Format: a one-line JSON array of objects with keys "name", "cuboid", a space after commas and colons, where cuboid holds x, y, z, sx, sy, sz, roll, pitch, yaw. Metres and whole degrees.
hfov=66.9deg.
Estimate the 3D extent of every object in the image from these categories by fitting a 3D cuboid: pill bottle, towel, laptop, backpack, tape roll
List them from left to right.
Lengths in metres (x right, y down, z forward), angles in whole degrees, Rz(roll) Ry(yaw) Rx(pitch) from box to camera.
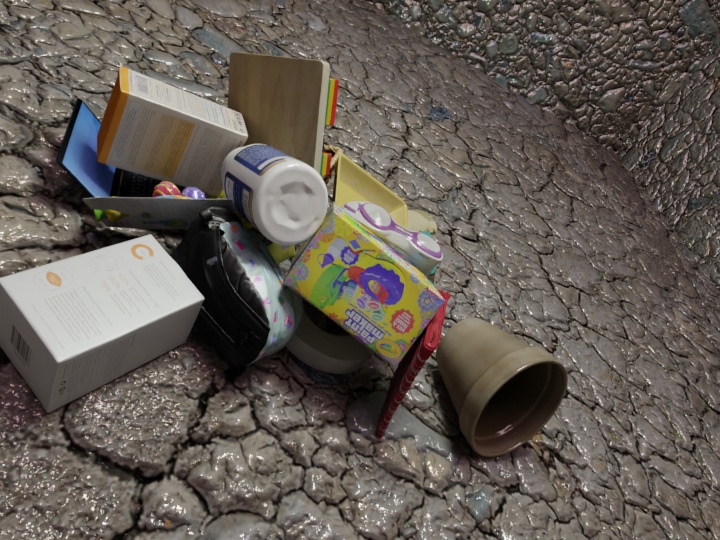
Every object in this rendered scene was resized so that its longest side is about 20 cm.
[{"name": "laptop", "cuboid": [-0.360, -0.174, 0.880, 0.194, 0.105, 0.180, 4, 45, -18]}, {"name": "backpack", "cuboid": [-0.175, 0.030, 0.772, 0.201, 0.167, 0.126, 51, 32, 11]}, {"name": "pill bottle", "cuboid": [-0.135, -0.120, 0.792, 0.109, 0.114, 0.199, 7, 17, -34]}, {"name": "tape roll", "cuboid": [-0.057, 0.078, 0.917, 0.199, 0.037, 0.206, 23, 38, -19]}, {"name": "towel", "cuboid": [0.079, 0.139, 0.819, 0.022, 0.203, 0.145, 24, 34, 3]}]

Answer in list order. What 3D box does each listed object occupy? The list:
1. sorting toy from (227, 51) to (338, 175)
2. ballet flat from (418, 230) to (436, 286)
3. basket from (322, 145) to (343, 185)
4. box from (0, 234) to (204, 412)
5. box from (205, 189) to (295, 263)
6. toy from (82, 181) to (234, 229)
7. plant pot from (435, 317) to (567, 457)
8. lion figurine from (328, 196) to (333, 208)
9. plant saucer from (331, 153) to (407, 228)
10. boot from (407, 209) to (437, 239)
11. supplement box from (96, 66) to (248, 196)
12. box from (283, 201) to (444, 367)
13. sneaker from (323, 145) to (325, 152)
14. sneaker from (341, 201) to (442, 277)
[{"name": "sorting toy", "cuboid": [-0.128, -0.241, 0.900, 0.195, 0.206, 0.069, 17, 20, 30]}, {"name": "ballet flat", "cuboid": [0.115, 0.020, 1.073, 0.069, 0.065, 0.205, 14, 60, -23]}, {"name": "basket", "cuboid": [-0.140, -0.184, 1.048, 0.141, 0.150, 0.201, 34, 35, -2]}, {"name": "box", "cuboid": [-0.314, 0.054, 0.667, 0.124, 0.098, 0.199, 45, 36, 13]}, {"name": "box", "cuboid": [-0.192, -0.081, 0.911, 0.074, 0.051, 0.200, -27, 50, -27]}, {"name": "toy", "cuboid": [-0.283, -0.098, 0.794, 0.194, 0.115, 0.049, -4, 75, -10]}, {"name": "plant pot", "cuboid": [0.222, 0.179, 0.933, 0.196, 0.204, 0.174, 8, 26, -33]}, {"name": "lion figurine", "cuboid": [-0.037, -0.087, 1.080, 0.123, 0.072, 0.200, 51, 32, 0]}, {"name": "plant saucer", "cuboid": [0.010, -0.089, 1.042, 0.198, 0.048, 0.205, 30, 48, -35]}, {"name": "boot", "cuboid": [0.116, -0.070, 1.210, 0.152, 0.073, 0.202, 7, 42, -37]}, {"name": "supplement box", "cuboid": [-0.292, -0.210, 0.851, 0.196, 0.127, 0.075, 14, 37, -37]}, {"name": "box", "cuboid": [0.002, 0.012, 0.828, 0.198, 0.123, 0.193, 37, 7, -9]}, {"name": "sneaker", "cuboid": [-0.106, -0.250, 1.029, 0.074, 0.118, 0.199, -9, 0, -1]}, {"name": "sneaker", "cuboid": [0.043, -0.044, 0.960, 0.197, 0.101, 0.075, 32, 37, -1]}]
